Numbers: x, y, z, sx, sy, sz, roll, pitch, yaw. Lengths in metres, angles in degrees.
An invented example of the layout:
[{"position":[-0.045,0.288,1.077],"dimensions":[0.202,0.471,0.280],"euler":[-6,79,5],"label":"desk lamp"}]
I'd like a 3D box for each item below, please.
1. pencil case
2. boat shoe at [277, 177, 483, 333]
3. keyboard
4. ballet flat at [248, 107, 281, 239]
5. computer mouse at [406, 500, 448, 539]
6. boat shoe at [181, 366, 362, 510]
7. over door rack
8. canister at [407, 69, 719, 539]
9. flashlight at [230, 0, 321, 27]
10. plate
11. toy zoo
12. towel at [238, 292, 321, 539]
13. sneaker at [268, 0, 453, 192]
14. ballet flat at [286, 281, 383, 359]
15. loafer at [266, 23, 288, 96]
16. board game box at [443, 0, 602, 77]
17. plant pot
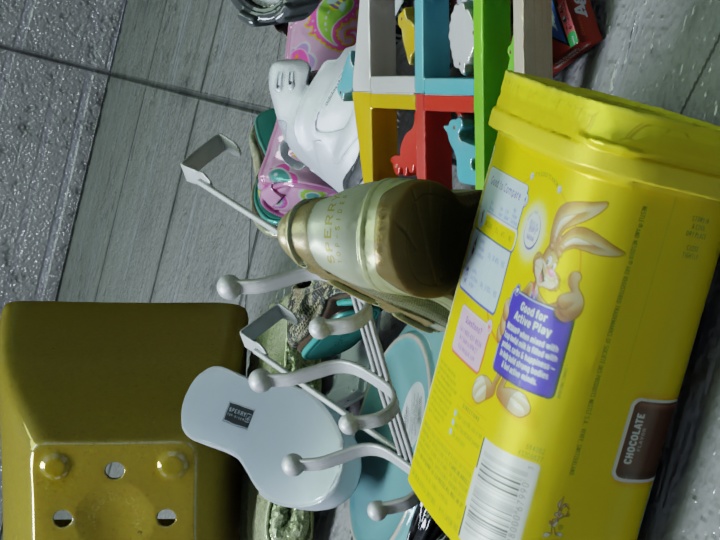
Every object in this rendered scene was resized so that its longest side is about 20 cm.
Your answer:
[{"position":[-0.027,-0.137,1.237],"dimensions":[0.087,0.087,0.200],"euler":[144,135,-66],"label":"pencil case"},{"position":[0.028,-0.006,0.815],"dimensions":[0.201,0.063,0.073],"euler":[11,-98,-67],"label":"boat shoe"},{"position":[-0.017,0.074,1.153],"dimensions":[0.200,0.011,0.056],"euler":[139,146,-70],"label":"keyboard"},{"position":[-0.055,-0.066,1.348],"dimensions":[0.200,0.067,0.062],"euler":[-96,-3,-57],"label":"ballet flat"},{"position":[0.046,0.196,0.820],"dimensions":[0.200,0.046,0.141],"euler":[-103,34,-66],"label":"computer mouse"},{"position":[-0.045,0.114,1.059],"dimensions":[0.199,0.068,0.074],"euler":[8,76,57],"label":"boat shoe"},{"position":[-0.044,0.035,0.919],"dimensions":[0.200,0.067,0.148],"euler":[46,158,49],"label":"over door rack"},{"position":[0.090,0.023,0.721],"dimensions":[0.149,0.086,0.200],"euler":[-136,58,-71],"label":"canister"},{"position":[-0.011,-0.208,1.091],"dimensions":[0.200,0.068,0.068],"euler":[-26,-44,-52],"label":"flashlight"},{"position":[0.026,0.105,0.978],"dimensions":[0.200,0.026,0.200],"euler":[-167,90,-75],"label":"plate"},{"position":[0.043,-0.102,0.940],"dimensions":[0.200,0.020,0.131],"euler":[11,105,60],"label":"toy zoo"},{"position":[-0.061,0.118,1.199],"dimensions":[0.148,0.036,0.200],"euler":[135,138,-70],"label":"towel"},{"position":[0.005,-0.139,1.063],"dimensions":[0.115,0.075,0.200],"euler":[28,112,34],"label":"sneaker"},{"position":[0.000,0.000,1.007],"dimensions":[0.200,0.068,0.075],"euler":[-32,69,62],"label":"ballet flat"},{"position":[-0.034,-0.218,1.341],"dimensions":[0.073,0.071,0.200],"euler":[140,140,-64],"label":"loafer"},{"position":[0.070,-0.198,0.915],"dimensions":[0.103,0.019,0.200],"euler":[-35,68,58],"label":"board game box"},{"position":[-0.180,0.147,1.226],"dimensions":[0.200,0.194,0.196],"euler":[-107,19,-72],"label":"plant pot"}]
